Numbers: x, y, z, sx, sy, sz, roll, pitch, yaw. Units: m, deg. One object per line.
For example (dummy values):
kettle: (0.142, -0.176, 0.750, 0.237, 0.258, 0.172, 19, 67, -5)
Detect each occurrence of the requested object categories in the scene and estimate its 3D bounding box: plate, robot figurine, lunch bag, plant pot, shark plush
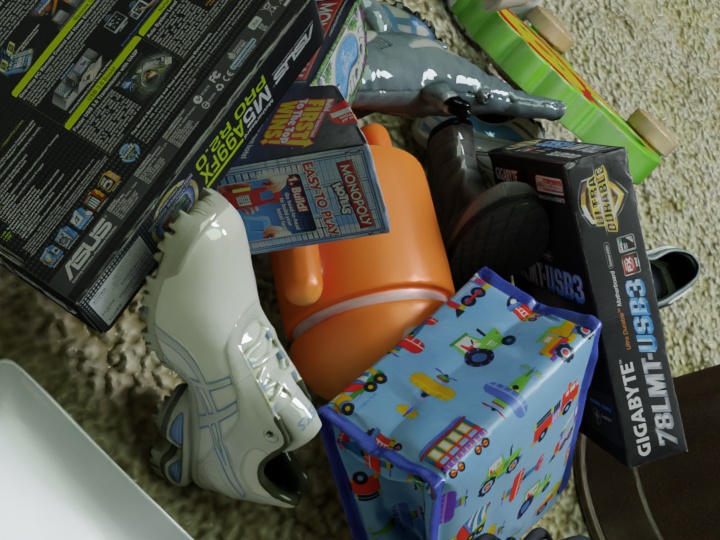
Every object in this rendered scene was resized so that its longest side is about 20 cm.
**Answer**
plate: (-0.164, 0.177, 0.594, 0.200, 0.032, 0.201, 48, 42, -14)
robot figurine: (0.001, 0.000, 0.797, 0.115, 0.144, 0.203, -10, 70, -7)
lunch bag: (0.068, 0.129, 0.744, 0.150, 0.094, 0.202, -38, 137, -31)
plant pot: (0.303, 0.150, 0.949, 0.199, 0.197, 0.203, 23, 52, -33)
shark plush: (0.047, -0.116, 0.847, 0.198, 0.092, 0.083, 20, 16, -27)

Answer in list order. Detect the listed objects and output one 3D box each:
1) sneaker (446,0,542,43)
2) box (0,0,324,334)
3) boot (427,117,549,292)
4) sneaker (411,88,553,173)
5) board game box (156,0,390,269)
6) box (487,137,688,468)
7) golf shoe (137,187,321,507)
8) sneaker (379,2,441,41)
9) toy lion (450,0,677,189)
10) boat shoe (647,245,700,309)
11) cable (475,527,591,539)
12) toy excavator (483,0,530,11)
sneaker: (0.089, -0.296, 1.076, 0.200, 0.087, 0.075, 49, 43, -11)
box: (-0.137, -0.093, 0.639, 0.159, 0.044, 0.201, 30, 75, 18)
boot: (0.076, -0.052, 0.873, 0.069, 0.200, 0.133, -8, 70, -9)
sneaker: (0.131, -0.103, 1.009, 0.198, 0.073, 0.072, 20, 26, -35)
board game box: (-0.066, -0.078, 0.712, 0.201, 0.197, 0.062, -67, 150, -43)
box: (0.150, 0.012, 0.854, 0.049, 0.200, 0.201, -15, 100, -7)
golf shoe: (-0.059, 0.047, 0.649, 0.096, 0.202, 0.078, 21, 47, 19)
sneaker: (-0.017, -0.170, 0.909, 0.198, 0.071, 0.074, 9, 85, -44)
toy lion: (0.158, -0.148, 0.988, 0.200, 0.069, 0.191, 47, 17, 8)
boat shoe: (0.220, 0.007, 1.051, 0.198, 0.062, 0.074, -3, 69, -46)
cable: (0.089, 0.222, 0.738, 0.198, 0.165, 0.051, 1, 23, -34)
toy excavator: (0.047, -0.271, 0.948, 0.099, 0.194, 0.202, -19, 88, -31)
